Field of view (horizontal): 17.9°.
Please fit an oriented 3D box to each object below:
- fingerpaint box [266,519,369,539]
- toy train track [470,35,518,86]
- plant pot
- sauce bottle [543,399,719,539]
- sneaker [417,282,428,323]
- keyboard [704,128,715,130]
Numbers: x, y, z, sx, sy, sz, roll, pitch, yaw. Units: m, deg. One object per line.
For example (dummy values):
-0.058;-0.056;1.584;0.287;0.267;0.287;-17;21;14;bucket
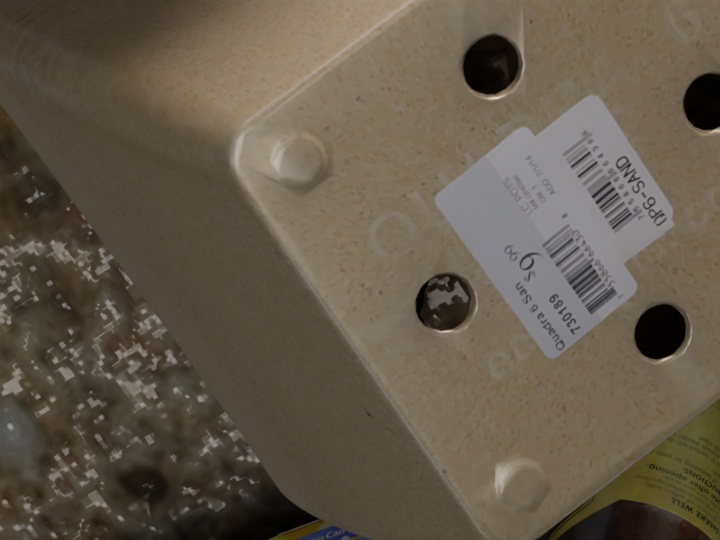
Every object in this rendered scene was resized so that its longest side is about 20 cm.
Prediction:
-0.014;0.177;0.811;0.199;0.074;0.167;-20;127;8;fingerpaint box
0.019;-0.090;0.775;0.199;0.033;0.115;-2;117;9;toy train track
0.032;-0.036;0.642;0.200;0.177;0.200;-37;110;-6;plant pot
0.091;0.091;0.739;0.066;0.200;0.066;12;132;13;sauce bottle
0.001;-0.001;0.773;0.104;0.060;0.200;-24;106;28;sneaker
0.157;0.044;0.822;0.056;0.011;0.201;-4;107;9;keyboard
